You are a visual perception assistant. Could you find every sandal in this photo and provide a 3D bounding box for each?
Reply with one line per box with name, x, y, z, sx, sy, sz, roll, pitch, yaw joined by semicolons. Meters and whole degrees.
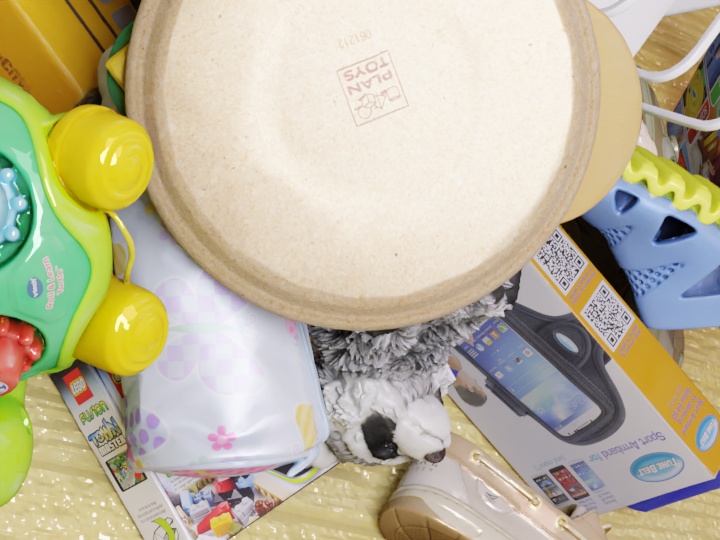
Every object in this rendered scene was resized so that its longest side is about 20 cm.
sandal;0.168;-0.005;0.835;0.200;0.087;0.079;28;13;-3

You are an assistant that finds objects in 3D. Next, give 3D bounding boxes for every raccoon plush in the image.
raccoon plush;0.000;0.000;0.784;0.097;0.134;0.200;3;50;-29

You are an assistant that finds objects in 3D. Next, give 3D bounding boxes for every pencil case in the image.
pencil case;-0.065;-0.008;0.712;0.090;0.083;0.201;-3;85;-11

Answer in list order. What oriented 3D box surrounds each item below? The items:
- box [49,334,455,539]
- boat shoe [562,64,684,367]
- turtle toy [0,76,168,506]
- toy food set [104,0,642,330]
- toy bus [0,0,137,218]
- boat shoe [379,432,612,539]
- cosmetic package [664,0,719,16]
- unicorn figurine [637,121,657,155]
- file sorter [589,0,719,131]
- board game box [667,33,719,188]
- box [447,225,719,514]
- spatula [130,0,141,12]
box;-0.047;0.054;0.806;0.200;0.035;0.110;-30;90;-44
boat shoe;0.170;-0.032;1.006;0.063;0.073;0.201;17;62;-41
turtle toy;-0.160;0.007;0.653;0.101;0.146;0.200;-32;130;-45
toy food set;0.003;-0.076;0.652;0.200;0.049;0.198;-37;100;0
toy bus;-0.141;-0.103;0.783;0.200;0.065;0.078;54;47;-6
boat shoe;0.104;0.153;0.857;0.200;0.074;0.069;37;56;-19
cosmetic package;0.112;-0.234;0.918;0.200;0.166;0.168;-14;113;-25
unicorn figurine;0.125;-0.094;0.948;0.074;0.137;0.200;29;56;-32
file sorter;0.125;-0.178;0.770;0.200;0.124;0.139;39;85;-35
board game box;0.242;-0.082;1.007;0.034;0.200;0.136;0;67;-6
box;0.109;0.061;0.874;0.200;0.119;0.041;50;49;-9
spatula;-0.110;-0.156;0.791;0.056;0.021;0.200;38;16;-31
